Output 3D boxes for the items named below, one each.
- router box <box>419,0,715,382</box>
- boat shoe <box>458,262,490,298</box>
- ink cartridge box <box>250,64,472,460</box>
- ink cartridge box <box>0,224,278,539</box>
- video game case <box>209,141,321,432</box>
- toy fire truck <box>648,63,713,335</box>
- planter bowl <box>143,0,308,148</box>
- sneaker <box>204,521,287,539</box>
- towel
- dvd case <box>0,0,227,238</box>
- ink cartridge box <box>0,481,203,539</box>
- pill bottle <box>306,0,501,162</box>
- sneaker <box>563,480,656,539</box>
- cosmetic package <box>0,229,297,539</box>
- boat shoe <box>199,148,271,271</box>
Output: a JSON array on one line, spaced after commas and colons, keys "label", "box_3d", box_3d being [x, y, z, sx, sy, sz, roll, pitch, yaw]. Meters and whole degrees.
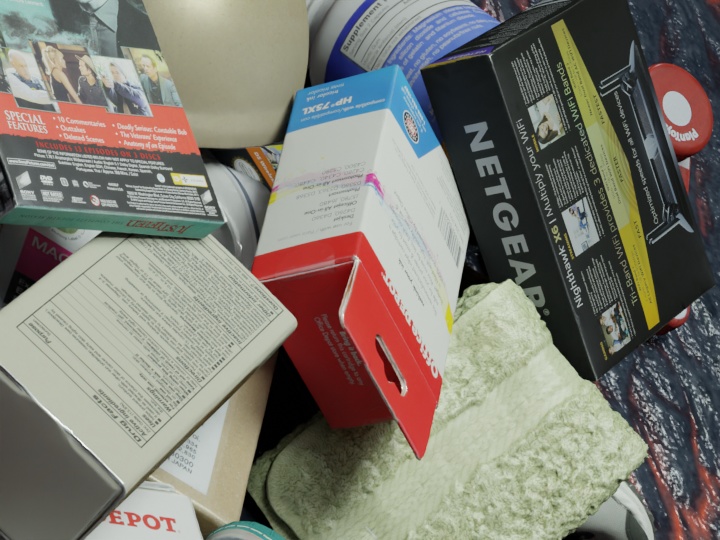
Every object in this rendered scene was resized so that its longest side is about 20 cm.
[{"label": "router box", "box_3d": [0.124, -0.052, 1.582, 0.157, 0.052, 0.201, -32, 107, -50]}, {"label": "boat shoe", "box_3d": [0.036, 0.019, 1.610, 0.200, 0.063, 0.073, 30, 45, -10]}, {"label": "ink cartridge box", "box_3d": [0.000, 0.000, 1.464, 0.200, 0.067, 0.116, -77, 147, -46]}, {"label": "ink cartridge box", "box_3d": [-0.148, 0.050, 1.406, 0.200, 0.075, 0.165, 32, 38, -17]}, {"label": "video game case", "box_3d": [-0.020, 0.006, 1.628, 0.180, 0.026, 0.200, -8, 60, -49]}, {"label": "toy fire truck", "box_3d": [0.141, -0.060, 1.803, 0.200, 0.112, 0.168, 21, 60, -29]}, {"label": "planter bowl", "box_3d": [-0.117, -0.165, 1.528, 0.200, 0.135, 0.200, 11, 19, -4]}, {"label": "sneaker", "box_3d": [-0.017, 0.195, 1.385, 0.200, 0.071, 0.080, 55, 24, -22]}, {"label": "towel", "box_3d": [0.049, 0.111, 1.495, 0.200, 0.036, 0.148, -38, 85, -16]}, {"label": "dvd case", "box_3d": [-0.151, -0.109, 1.326, 0.146, 0.022, 0.200, 3, 60, -51]}, {"label": "ink cartridge box", "box_3d": [-0.131, 0.199, 1.261, 0.146, 0.086, 0.200, 11, 45, -39]}, {"label": "pill bottle", "box_3d": [0.039, -0.123, 1.709, 0.112, 0.112, 0.200, -3, 33, -47]}, {"label": "sneaker", "box_3d": [0.091, 0.128, 1.593, 0.200, 0.074, 0.079, 36, 70, -27]}, {"label": "cosmetic package", "box_3d": [-0.121, 0.048, 1.296, 0.105, 0.071, 0.200, 45, 31, 2]}, {"label": "boat shoe", "box_3d": [-0.112, -0.043, 1.521, 0.065, 0.074, 0.200, 4, 27, -39]}]
